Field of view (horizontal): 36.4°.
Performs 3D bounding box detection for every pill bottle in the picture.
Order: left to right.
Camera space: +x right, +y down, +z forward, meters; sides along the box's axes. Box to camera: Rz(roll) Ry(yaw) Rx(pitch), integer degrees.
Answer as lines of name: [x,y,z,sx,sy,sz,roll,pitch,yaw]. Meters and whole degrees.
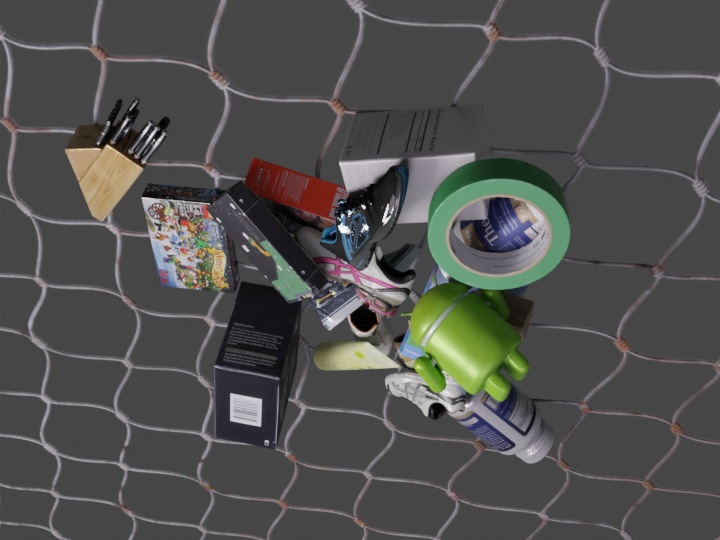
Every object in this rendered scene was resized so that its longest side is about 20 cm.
pill bottle: [0.210,-0.055,1.639,0.111,0.112,0.199,38,125,-22]
pill bottle: [0.249,0.256,1.940,0.199,0.112,0.111,38,131,-22]

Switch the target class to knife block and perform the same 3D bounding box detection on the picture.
knife block: [-0.361,-0.172,1.715,0.173,0.064,0.202,1,133,14]

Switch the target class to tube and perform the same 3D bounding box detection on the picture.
tube: [-0.014,0.146,1.885,0.057,0.053,0.199,-9,-179,-33]

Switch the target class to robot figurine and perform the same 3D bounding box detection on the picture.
robot figurine: [0.157,0.100,1.619,0.200,0.176,0.116,41,170,14]

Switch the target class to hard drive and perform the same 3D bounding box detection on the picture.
hard drive: [-0.142,-0.041,1.658,0.201,0.038,0.139,50,160,-9]

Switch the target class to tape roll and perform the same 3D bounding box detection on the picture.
tape roll: [0.192,-0.062,1.527,0.197,0.049,0.202,2,132,3]

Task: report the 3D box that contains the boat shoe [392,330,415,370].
boat shoe: [0.132,0.105,1.859,0.199,0.072,0.076,-32,108,36]

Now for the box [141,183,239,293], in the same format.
box: [-0.281,-0.052,1.830,0.134,0.038,0.202,6,134,9]

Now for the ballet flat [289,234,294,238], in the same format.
ballet flat: [-0.127,-0.027,1.800,0.199,0.069,0.075,33,142,-22]

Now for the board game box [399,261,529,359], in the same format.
board game box: [0.169,0.068,1.768,0.149,0.037,0.202,21,103,-7]

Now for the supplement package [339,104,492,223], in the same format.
supplement package: [0.085,-0.152,1.582,0.197,0.121,0.122,-1,132,16]

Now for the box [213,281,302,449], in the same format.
box: [-0.176,0.164,1.896,0.116,0.202,0.198,10,135,3]

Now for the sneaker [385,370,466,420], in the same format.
sneaker: [0.109,0.216,1.898,0.075,0.089,0.199,-2,172,-33]

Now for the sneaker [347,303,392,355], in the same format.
sneaker: [0.008,0.098,1.869,0.072,0.085,0.202,-2,134,14]

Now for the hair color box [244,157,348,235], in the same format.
hair color box: [-0.084,-0.097,1.694,0.197,0.065,0.111,17,159,-3]

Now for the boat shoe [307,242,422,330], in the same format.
boat shoe: [0.000,0.000,1.755,0.199,0.071,0.091,-38,89,-3]

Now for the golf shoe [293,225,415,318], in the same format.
golf shoe: [-0.008,-0.017,1.676,0.199,0.073,0.093,33,113,-9]

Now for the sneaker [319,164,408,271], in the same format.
sneaker: [0.006,-0.078,1.537,0.081,0.074,0.201,25,134,-8]

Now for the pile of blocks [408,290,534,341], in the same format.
pile of blocks: [0.176,0.083,1.728,0.197,0.083,0.063,-3,136,7]
